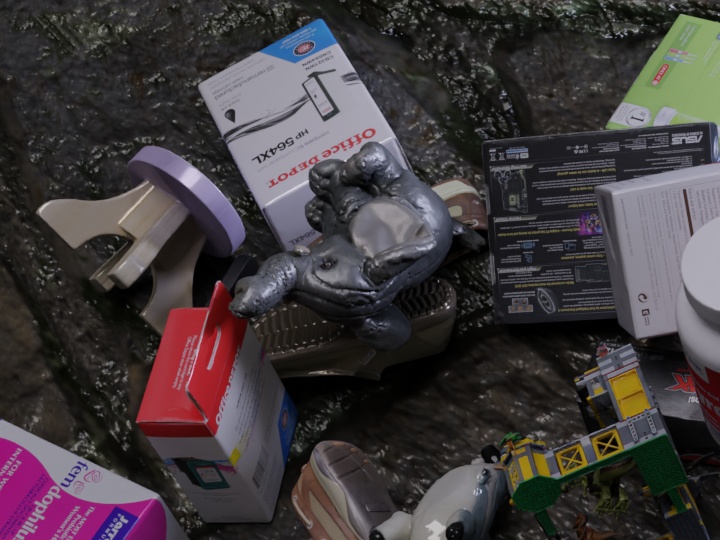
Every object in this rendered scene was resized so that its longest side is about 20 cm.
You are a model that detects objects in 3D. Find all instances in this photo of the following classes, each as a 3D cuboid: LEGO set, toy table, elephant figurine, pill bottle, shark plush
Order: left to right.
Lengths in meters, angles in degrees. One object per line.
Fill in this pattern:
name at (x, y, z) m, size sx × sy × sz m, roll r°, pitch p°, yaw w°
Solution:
toy table at (-0.195, -0.030, 1.783) m, size 0.184 × 0.200 × 0.117 m, roll 42°, pitch 77°, yaw 3°
elephant figurine at (0.000, 0.000, 1.607) m, size 0.154 × 0.142 × 0.200 m, roll -19°, pitch 30°, yaw 21°
shark plush at (0.082, 0.201, 1.536) m, size 0.090 × 0.084 × 0.200 m, roll -16°, pitch 20°, yaw 30°
LEGO set at (0.184, 0.151, 1.469) m, size 0.153 × 0.200 × 0.116 m, roll -31°, pitch 38°, yaw 14°
pill bottle at (0.290, 0.049, 1.400) m, size 0.112 × 0.200 × 0.113 m, roll -10°, pitch 53°, yaw 14°

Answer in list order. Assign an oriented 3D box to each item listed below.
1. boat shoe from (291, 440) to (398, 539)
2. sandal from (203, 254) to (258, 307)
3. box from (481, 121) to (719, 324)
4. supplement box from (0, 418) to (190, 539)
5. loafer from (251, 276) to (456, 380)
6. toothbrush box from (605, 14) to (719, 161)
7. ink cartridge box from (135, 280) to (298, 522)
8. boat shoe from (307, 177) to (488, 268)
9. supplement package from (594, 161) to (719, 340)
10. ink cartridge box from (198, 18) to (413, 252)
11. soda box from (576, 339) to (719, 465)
boat shoe at (0.006, 0.232, 1.559) m, size 0.072 × 0.075 × 0.201 m, roll -48°, pitch 52°, yaw 25°
sandal at (-0.128, 0.070, 1.738) m, size 0.045 × 0.075 × 0.201 m, roll 17°, pitch 57°, yaw 19°
box at (0.208, -0.039, 1.644) m, size 0.199 × 0.043 × 0.161 m, roll -4°, pitch 92°, yaw 19°
supplement box at (-0.253, 0.220, 1.643) m, size 0.199 × 0.104 × 0.101 m, roll 20°, pitch 61°, yaw 31°
loafer at (-0.008, 0.064, 1.690) m, size 0.199 × 0.069 × 0.076 m, roll -12°, pitch 36°, yaw 9°
toothbrush box at (0.340, -0.127, 1.697) m, size 0.199 × 0.086 × 0.146 m, roll 18°, pitch 62°, yaw 34°
ink cartridge box at (-0.123, 0.111, 1.612) m, size 0.067 × 0.200 × 0.117 m, roll -2°, pitch 51°, yaw 20°
boat shoe at (0.027, -0.011, 1.739) m, size 0.202 × 0.075 × 0.075 m, roll -29°, pitch 53°, yaw -3°
supplement package at (0.298, -0.026, 1.532) m, size 0.199 × 0.121 × 0.121 m, roll -11°, pitch 4°, yaw 1°
ink cartridge box at (-0.052, -0.128, 1.857) m, size 0.145 × 0.084 × 0.200 m, roll -28°, pitch 47°, yaw -2°
soda box at (0.278, 0.111, 1.535) m, size 0.199 × 0.071 × 0.064 m, roll 8°, pitch 56°, yaw 26°
